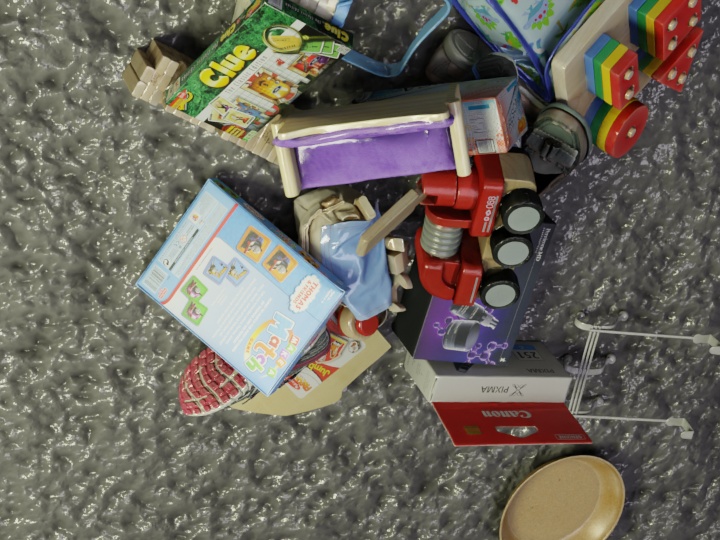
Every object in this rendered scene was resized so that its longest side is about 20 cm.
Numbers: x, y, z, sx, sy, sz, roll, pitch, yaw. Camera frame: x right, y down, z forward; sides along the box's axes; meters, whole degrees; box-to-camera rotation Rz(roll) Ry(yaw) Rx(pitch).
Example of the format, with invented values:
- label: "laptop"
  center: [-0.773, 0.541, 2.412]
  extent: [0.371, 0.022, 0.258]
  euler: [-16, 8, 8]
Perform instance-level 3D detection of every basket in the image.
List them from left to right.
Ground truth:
- label: "basket"
  center: [-0.021, -0.273, 1.382]
  extent: [0.198, 0.141, 0.176]
  euler: [23, 153, -13]

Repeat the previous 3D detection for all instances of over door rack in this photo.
- label: "over door rack"
  center: [0.368, 0.137, 1.830]
  extent: [0.197, 0.067, 0.150]
  euler: [10, 116, -3]

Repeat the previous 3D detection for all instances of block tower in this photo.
- label: "block tower"
  center: [-0.153, -0.179, 1.461]
  extent: [0.198, 0.058, 0.054]
  euler: [23, 109, -32]

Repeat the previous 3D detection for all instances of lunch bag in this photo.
- label: "lunch bag"
  center: [0.209, -0.307, 1.485]
  extent: [0.171, 0.127, 0.200]
  euler: [-50, 130, -4]

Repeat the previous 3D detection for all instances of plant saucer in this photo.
- label: "plant saucer"
  center: [0.282, 0.339, 1.938]
  extent: [0.197, 0.036, 0.203]
  euler: [-10, 121, -17]

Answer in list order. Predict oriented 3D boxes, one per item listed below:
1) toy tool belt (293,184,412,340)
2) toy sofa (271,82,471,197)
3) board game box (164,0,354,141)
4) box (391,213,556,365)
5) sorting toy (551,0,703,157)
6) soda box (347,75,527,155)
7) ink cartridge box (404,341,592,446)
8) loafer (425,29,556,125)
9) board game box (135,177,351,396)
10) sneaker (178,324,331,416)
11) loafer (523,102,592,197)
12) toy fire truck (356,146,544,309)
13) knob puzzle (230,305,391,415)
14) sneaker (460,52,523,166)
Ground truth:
- label: "toy tool belt"
  center: [0.000, 0.000, 1.555]
  extent: [0.124, 0.122, 0.202]
  euler: [-29, 115, -27]
- label: "toy sofa"
  center: [0.012, -0.128, 1.397]
  extent: [0.197, 0.098, 0.084]
  euler: [-6, 115, 11]
- label: "board game box"
  center: [-0.104, -0.200, 1.355]
  extent: [0.104, 0.024, 0.199]
  euler: [24, 144, -26]
- label: "box"
  center: [0.138, 0.009, 1.673]
  extent: [0.139, 0.079, 0.202]
  euler: [4, 116, -26]
- label: "sorting toy"
  center: [0.310, -0.232, 1.529]
  extent: [0.200, 0.069, 0.199]
  euler: [-48, 153, -12]
- label: "soda box"
  center: [0.078, -0.163, 1.481]
  extent: [0.198, 0.068, 0.064]
  euler: [-1, 116, 30]
- label: "ink cartridge box"
  center: [0.176, 0.150, 1.705]
  extent: [0.197, 0.177, 0.045]
  euler: [2, 118, -23]
- label: "loafer"
  center: [0.165, -0.213, 1.572]
  extent: [0.198, 0.073, 0.063]
  euler: [23, 136, -26]
- label: "board game box"
  center: [-0.132, 0.018, 1.523]
  extent: [0.199, 0.037, 0.152]
  euler: [39, 102, 8]
- label: "sneaker"
  center: [-0.123, 0.118, 1.596]
  extent: [0.198, 0.081, 0.075]
  euler: [-28, 145, 5]
- label: "loafer"
  center: [0.215, -0.125, 1.558]
  extent: [0.071, 0.200, 0.063]
  euler: [33, 75, 7]
- label: "toy fire truck"
  center: [0.087, -0.039, 1.479]
  extent: [0.197, 0.130, 0.177]
  euler: [4, 134, -9]
- label: "knob puzzle"
  center: [-0.088, 0.094, 1.656]
  extent: [0.216, 0.031, 0.222]
  euler: [-8, 120, -14]
- label: "sneaker"
  center: [0.146, -0.161, 1.538]
  extent: [0.077, 0.075, 0.202]
  euler: [-46, 152, -44]
